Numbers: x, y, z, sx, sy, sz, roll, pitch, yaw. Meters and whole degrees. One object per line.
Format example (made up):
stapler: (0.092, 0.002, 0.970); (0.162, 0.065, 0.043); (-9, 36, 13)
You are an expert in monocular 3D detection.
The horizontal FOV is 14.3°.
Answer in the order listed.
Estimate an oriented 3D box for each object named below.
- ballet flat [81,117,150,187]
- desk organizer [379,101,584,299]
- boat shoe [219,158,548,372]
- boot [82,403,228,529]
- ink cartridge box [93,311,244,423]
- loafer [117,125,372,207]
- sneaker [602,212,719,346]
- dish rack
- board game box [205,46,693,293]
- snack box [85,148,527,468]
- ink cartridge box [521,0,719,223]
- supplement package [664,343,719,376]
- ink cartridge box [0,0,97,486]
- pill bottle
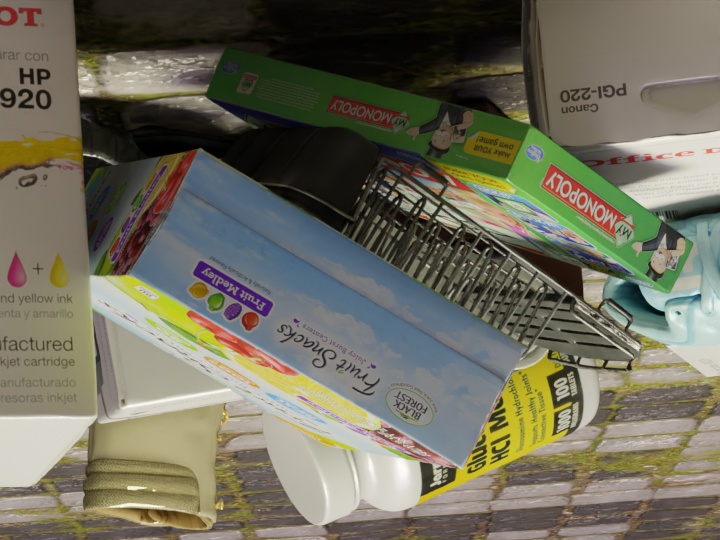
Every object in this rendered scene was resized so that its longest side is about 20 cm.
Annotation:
ballet flat: (-0.112, -0.016, 1.419); (0.200, 0.066, 0.057); (36, -164, -10)
desk organizer: (0.066, -0.028, 1.558); (0.072, 0.077, 0.200); (-8, 167, 16)
boat shoe: (0.000, 0.000, 1.425); (0.200, 0.075, 0.062); (17, 165, -16)
boot: (-0.098, 0.090, 1.839); (0.200, 0.156, 0.073); (7, 163, -42)
ink cartridge box: (-0.084, 0.035, 1.677); (0.145, 0.084, 0.200); (-9, 176, -9)
loafer: (-0.052, -0.035, 1.502); (0.200, 0.068, 0.070); (9, 140, -33)
sneaker: (0.178, 0.004, 1.369); (0.082, 0.074, 0.200); (-3, 167, -21)
dish rack: (0.029, 0.000, 1.320); (0.200, 0.055, 0.153); (35, 171, -20)
board game box: (0.039, -0.048, 1.325); (0.200, 0.029, 0.135); (18, 172, 45)
snack box: (-0.040, 0.018, 1.263); (0.169, 0.068, 0.200); (31, 172, -14)
ink cartridge box: (0.160, -0.078, 1.357); (0.146, 0.085, 0.200); (-6, 169, 9)
supplement package: (0.275, -0.012, 1.621); (0.200, 0.110, 0.114); (-9, 166, 18)
ink cartridge box: (-0.203, -0.016, 1.247); (0.147, 0.200, 0.145); (0, 164, -17)
pill bottle: (0.043, 0.085, 1.830); (0.200, 0.113, 0.112); (-24, 174, -20)
